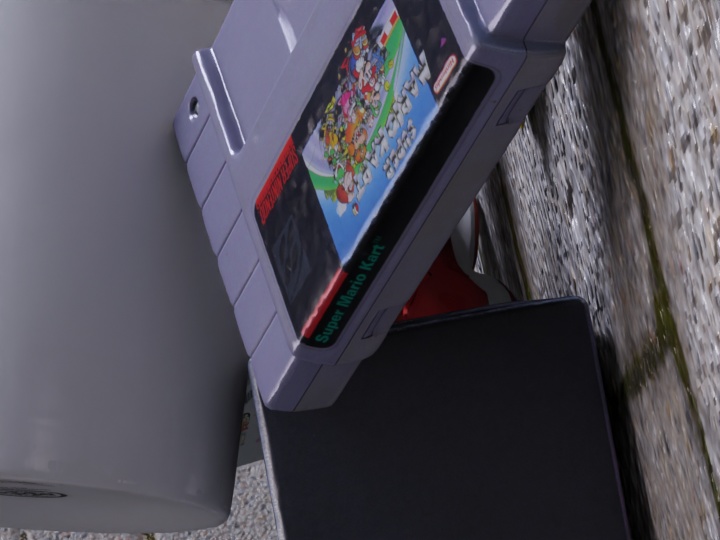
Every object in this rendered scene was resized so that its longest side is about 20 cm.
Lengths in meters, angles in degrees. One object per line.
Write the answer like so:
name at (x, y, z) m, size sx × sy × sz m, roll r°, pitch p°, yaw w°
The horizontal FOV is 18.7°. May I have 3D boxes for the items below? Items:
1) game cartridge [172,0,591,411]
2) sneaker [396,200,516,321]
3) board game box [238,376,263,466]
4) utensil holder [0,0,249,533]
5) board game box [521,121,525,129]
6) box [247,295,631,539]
game cartridge at (0.000, -0.064, 0.653) m, size 0.200 × 0.038 × 0.130 m, roll -59°, pitch 36°, yaw 42°
sneaker at (0.000, 0.000, 0.996) m, size 0.078 × 0.115 × 0.200 m, roll -56°, pitch 22°, yaw 19°
board game box at (-0.070, -0.033, 0.982) m, size 0.148 × 0.064 × 0.200 m, roll 42°, pitch 132°, yaw 39°
utensil holder at (-0.118, -0.011, 0.808) m, size 0.170 × 0.170 × 0.200 m, roll 88°, pitch -175°, yaw -77°
board game box at (0.035, -0.139, 0.749) m, size 0.200 × 0.030 × 0.096 m, roll 77°, pitch 180°, yaw -57°
box at (0.034, 0.117, 0.804) m, size 0.198 × 0.123 × 0.200 m, roll 144°, pitch 115°, yaw -89°
